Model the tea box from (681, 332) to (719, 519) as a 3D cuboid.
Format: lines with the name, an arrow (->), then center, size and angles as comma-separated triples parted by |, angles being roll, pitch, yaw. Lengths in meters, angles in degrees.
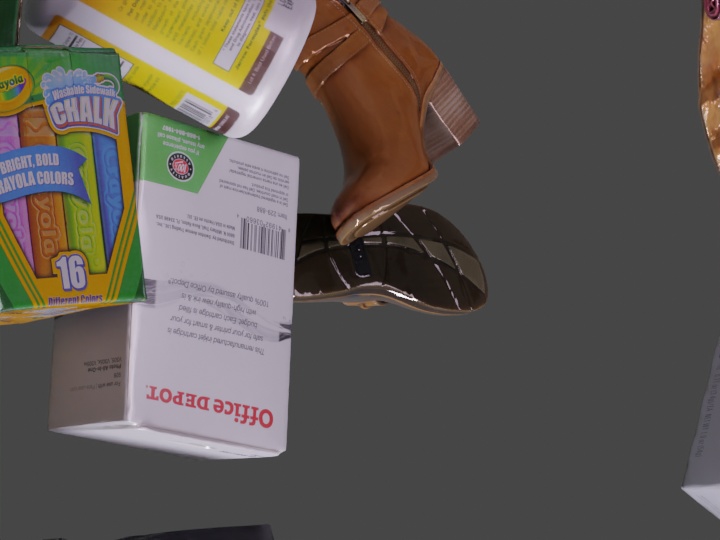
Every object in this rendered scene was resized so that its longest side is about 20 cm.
tea box -> 0.393, 0.113, 2.183 | 0.133, 0.196, 0.201 | 37, 58, -37

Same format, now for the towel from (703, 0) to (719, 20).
towel -> 0.351, -0.298, 2.333 | 0.199, 0.023, 0.145 | -14, 95, -48

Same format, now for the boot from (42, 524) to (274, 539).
boot -> -0.126, 0.248, 1.703 | 0.199, 0.065, 0.166 | 4, 82, -51

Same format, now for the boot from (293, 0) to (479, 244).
boot -> -0.007, -0.118, 1.848 | 0.155, 0.077, 0.200 | 49, 44, -8

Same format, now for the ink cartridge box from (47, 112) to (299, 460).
ink cartridge box -> -0.119, 0.014, 1.724 | 0.146, 0.084, 0.201 | 16, 72, -45

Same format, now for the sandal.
sandal -> 0.000, 0.000, 1.884 | 0.199, 0.055, 0.082 | -3, 71, -33

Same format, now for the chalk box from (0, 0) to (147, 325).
chalk box -> -0.221, -0.070, 1.600 | 0.124, 0.124, 0.201 | -5, 86, -48

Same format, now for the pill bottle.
pill bottle -> -0.136, -0.174, 1.683 | 0.199, 0.109, 0.110 | 28, 61, -11
